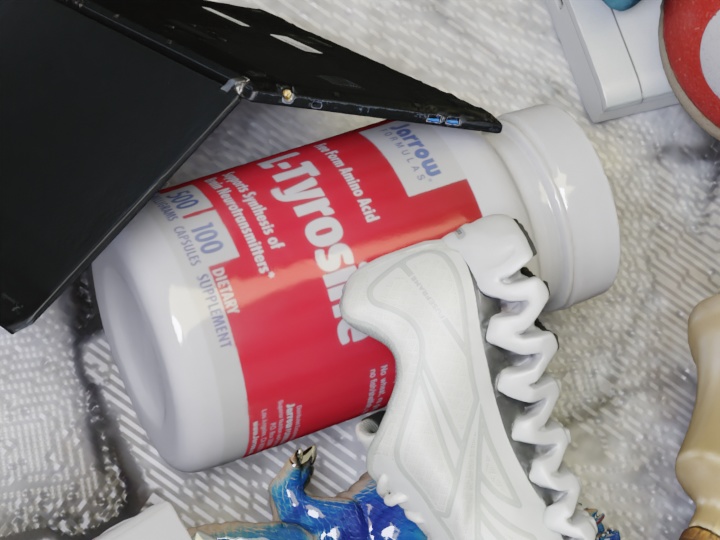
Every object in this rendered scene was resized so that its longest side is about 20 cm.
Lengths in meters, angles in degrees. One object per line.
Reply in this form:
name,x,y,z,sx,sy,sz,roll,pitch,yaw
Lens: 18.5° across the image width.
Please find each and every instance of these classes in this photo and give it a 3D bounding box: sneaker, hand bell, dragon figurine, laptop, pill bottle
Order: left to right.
laptop,-0.082,-0.048,0.879,0.200,0.177,0.104,4,108,-40
pill bottle,0.000,0.000,0.903,0.200,0.112,0.112,-19,75,-18
dragon figurine,0.008,0.116,0.889,0.200,0.059,0.100,-21,75,-20
sneaker,0.044,0.083,0.836,0.081,0.075,0.200,-14,92,-6
hand bell,0.136,0.118,0.890,0.104,0.104,0.200,32,66,1

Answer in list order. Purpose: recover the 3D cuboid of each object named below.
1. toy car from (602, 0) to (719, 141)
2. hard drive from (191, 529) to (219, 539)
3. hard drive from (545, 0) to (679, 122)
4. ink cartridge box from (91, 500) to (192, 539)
toy car,0.221,-0.149,0.930,0.184,0.200,0.177,42,68,5
hard drive,0.014,0.168,0.831,0.200,0.132,0.026,26,64,-1
hard drive,0.181,-0.153,1.045,0.200,0.027,0.132,-14,73,-17
ink cartridge box,-0.146,0.171,0.729,0.200,0.145,0.084,-30,89,-45
